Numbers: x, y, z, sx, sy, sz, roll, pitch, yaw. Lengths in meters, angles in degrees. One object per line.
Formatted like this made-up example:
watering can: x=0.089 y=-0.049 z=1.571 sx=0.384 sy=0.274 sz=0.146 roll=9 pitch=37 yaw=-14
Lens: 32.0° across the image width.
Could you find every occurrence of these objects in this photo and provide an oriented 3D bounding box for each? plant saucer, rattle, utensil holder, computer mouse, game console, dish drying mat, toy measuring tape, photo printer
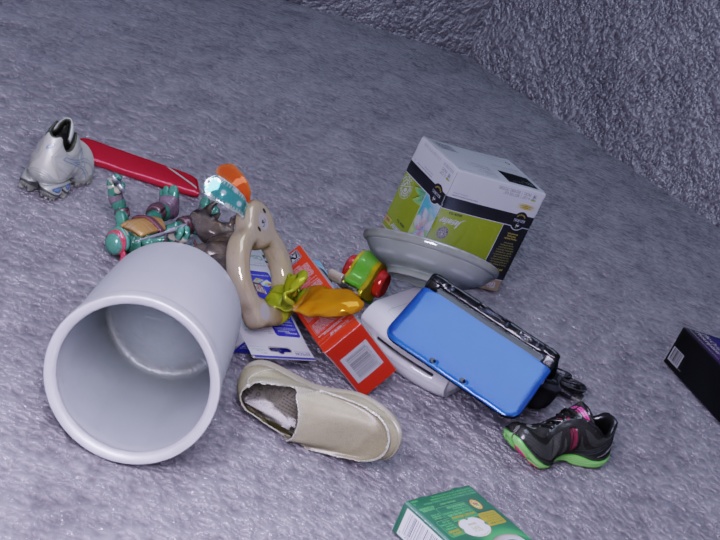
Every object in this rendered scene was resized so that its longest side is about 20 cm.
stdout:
plant saucer: x=0.092 y=-0.005 z=1.743 sx=0.197 sy=0.051 sz=0.200 roll=18 pitch=-7 yaw=2
rattle: x=-0.094 y=-0.037 z=1.484 sx=0.142 sy=0.203 sz=0.129 roll=-9 pitch=-1 yaw=43
utensil holder: x=-0.209 y=0.073 z=1.263 sx=0.168 sy=0.172 sz=0.200 roll=23 pitch=18 yaw=-5
computer mouse: x=0.244 y=0.160 z=1.781 sx=0.137 sy=0.053 sz=0.200 roll=32 pitch=10 yaw=14
game console: x=0.146 y=0.108 z=1.631 sx=0.199 sy=0.119 sz=0.171 roll=34 pitch=-10 yaw=14
dish drying mat: x=-0.342 y=-0.158 z=1.926 sx=0.197 sy=0.018 sz=0.077 roll=19 pitch=21 yaw=-17
toy measuring tape: x=0.000 y=0.000 z=1.778 sx=0.073 sy=0.074 sz=0.200 roll=31 pitch=-2 yaw=17
photo printer: x=0.094 y=0.096 z=1.720 sx=0.165 sy=0.070 sz=0.199 roll=34 pitch=21 yaw=19

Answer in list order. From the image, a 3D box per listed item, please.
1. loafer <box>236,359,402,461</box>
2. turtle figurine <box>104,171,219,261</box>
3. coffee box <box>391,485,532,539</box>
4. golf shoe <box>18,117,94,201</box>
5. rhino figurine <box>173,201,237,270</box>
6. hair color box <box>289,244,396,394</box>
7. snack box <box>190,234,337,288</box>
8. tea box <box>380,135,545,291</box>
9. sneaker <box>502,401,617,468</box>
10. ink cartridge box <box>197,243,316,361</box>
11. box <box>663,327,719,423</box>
loafer: x=-0.052 y=0.163 z=1.375 sx=0.197 sy=0.077 sz=0.068 roll=19 pitch=19 yaw=11
turtle figurine: x=-0.277 y=-0.062 z=1.633 sx=0.149 sy=0.101 sz=0.200 roll=37 pitch=25 yaw=14
coffee box: x=0.138 y=0.302 z=1.279 sx=0.199 sy=0.044 sz=0.122 roll=37 pitch=23 yaw=32
golf shoe: x=-0.407 y=-0.168 z=1.753 sx=0.077 sy=0.098 sz=0.200 roll=21 pitch=18 yaw=-5
rhino figurine: x=-0.184 y=-0.006 z=1.524 sx=0.086 sy=0.060 sz=0.202 roll=5 pitch=51 yaw=-2
hair color box: x=-0.039 y=0.062 z=1.601 sx=0.102 sy=0.061 sz=0.200 roll=53 pitch=-1 yaw=-39
snack box: x=-0.130 y=0.006 z=1.729 sx=0.198 sy=0.037 sz=0.116 roll=14 pitch=23 yaw=-29
tea box: x=0.167 y=-0.092 z=2.105 sx=0.198 sy=0.199 sz=0.134 roll=12 pitch=23 yaw=-35
sneaker: x=0.257 y=0.205 z=1.618 sx=0.198 sy=0.085 sz=0.077 roll=6 pitch=26 yaw=-44
ink cartridge box: x=-0.137 y=0.050 z=1.567 sx=0.098 sy=0.039 sz=0.201 roll=8 pitch=38 yaw=-38
box: x=0.629 y=0.190 z=2.130 sx=0.140 sy=0.080 sz=0.200 roll=19 pitch=20 yaw=-25
